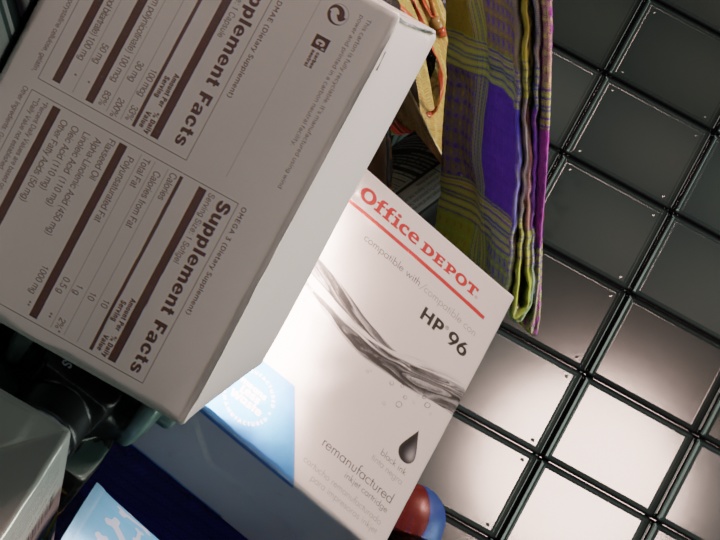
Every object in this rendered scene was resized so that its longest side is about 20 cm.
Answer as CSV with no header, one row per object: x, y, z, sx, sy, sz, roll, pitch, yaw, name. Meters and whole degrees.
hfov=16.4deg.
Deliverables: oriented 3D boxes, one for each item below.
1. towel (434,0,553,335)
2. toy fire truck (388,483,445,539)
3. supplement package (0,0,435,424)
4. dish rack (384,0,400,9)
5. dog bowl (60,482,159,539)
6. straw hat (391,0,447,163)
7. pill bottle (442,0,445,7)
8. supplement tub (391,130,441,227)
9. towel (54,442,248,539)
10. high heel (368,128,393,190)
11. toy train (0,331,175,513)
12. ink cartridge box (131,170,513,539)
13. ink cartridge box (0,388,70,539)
0.062,-0.083,1.243,0.144,0.023,0.201,-132,-140,-66,towel
-0.010,0.179,1.191,0.200,0.112,0.168,176,-70,-76,toy fire truck
-0.060,-0.047,0.910,0.156,0.111,0.200,-62,177,6,supplement package
0.024,-0.195,1.232,0.200,0.043,0.172,125,-18,-75,dish rack
-0.118,0.152,1.032,0.112,0.050,0.200,-60,-178,-12,dog bowl
0.000,-0.116,1.416,0.085,0.201,0.201,-20,-172,13,straw hat
0.070,-0.200,1.625,0.200,0.119,0.120,-62,177,24,pill bottle
0.017,-0.007,1.455,0.200,0.107,0.107,-38,161,-46,supplement tub
-0.114,0.121,1.176,0.200,0.148,0.050,-59,-170,-19,towel
0.000,0.000,1.266,0.143,0.071,0.200,-64,-148,17,high heel
-0.110,0.024,1.085,0.114,0.085,0.200,-47,-170,41,toy train
-0.009,0.028,1.165,0.068,0.116,0.200,-29,-154,51,ink cartridge box
-0.175,0.127,0.984,0.117,0.067,0.200,-59,176,-26,ink cartridge box
